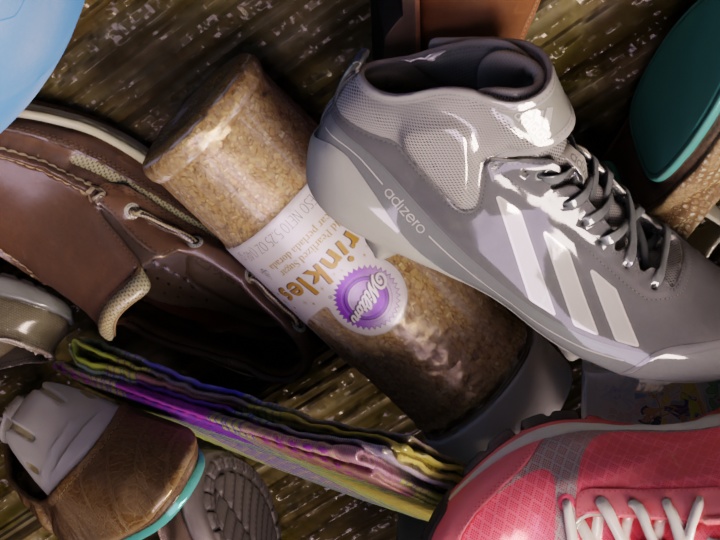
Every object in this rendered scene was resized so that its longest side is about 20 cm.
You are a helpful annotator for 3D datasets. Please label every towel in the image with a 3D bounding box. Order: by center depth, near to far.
[{"bbox_3d":[-0.022,0.075,0.820,0.199,0.023,0.143,13,168,41],"label":"towel"}]

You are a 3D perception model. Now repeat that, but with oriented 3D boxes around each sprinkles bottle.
[{"bbox_3d":[0.000,0.000,0.805,0.200,0.068,0.068,44,118,-14],"label":"sprinkles bottle"}]

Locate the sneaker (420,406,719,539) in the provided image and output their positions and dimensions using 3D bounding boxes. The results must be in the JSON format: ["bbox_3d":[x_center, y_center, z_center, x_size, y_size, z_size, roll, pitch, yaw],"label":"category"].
[{"bbox_3d":[0.119,0.092,0.723,0.198,0.087,0.074,-14,105,-11],"label":"sneaker"}]

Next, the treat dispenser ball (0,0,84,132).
[{"bbox_3d":[-0.190,-0.123,0.649,0.199,0.202,0.202,0,129,0],"label":"treat dispenser ball"}]

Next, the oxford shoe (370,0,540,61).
[{"bbox_3d":[0.041,-0.138,0.724,0.071,0.072,0.201,-3,140,-3],"label":"oxford shoe"}]

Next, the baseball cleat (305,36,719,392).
[{"bbox_3d":[0.078,-0.023,0.731,0.199,0.070,0.107,20,135,-7],"label":"baseball cleat"}]

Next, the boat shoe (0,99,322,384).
[{"bbox_3d":[-0.102,-0.009,0.818,0.201,0.075,0.075,21,126,-15],"label":"boat shoe"}]

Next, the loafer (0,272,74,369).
[{"bbox_3d":[-0.219,0.049,0.857,0.198,0.070,0.075,-12,159,17],"label":"loafer"}]

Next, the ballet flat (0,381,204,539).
[{"bbox_3d":[-0.127,0.082,0.850,0.072,0.200,0.068,42,75,-10],"label":"ballet flat"}]

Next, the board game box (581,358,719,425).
[{"bbox_3d":[0.161,0.133,0.819,0.133,0.034,0.202,-1,106,4],"label":"board game box"}]

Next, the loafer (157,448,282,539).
[{"bbox_3d":[-0.072,0.163,0.944,0.070,0.073,0.201,-5,137,11],"label":"loafer"}]

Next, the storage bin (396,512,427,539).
[{"bbox_3d":[0.109,0.158,0.918,0.198,0.146,0.135,-17,116,14],"label":"storage bin"}]

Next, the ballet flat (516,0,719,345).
[{"bbox_3d":[0.134,-0.040,0.803,0.065,0.071,0.200,13,137,-21],"label":"ballet flat"}]
